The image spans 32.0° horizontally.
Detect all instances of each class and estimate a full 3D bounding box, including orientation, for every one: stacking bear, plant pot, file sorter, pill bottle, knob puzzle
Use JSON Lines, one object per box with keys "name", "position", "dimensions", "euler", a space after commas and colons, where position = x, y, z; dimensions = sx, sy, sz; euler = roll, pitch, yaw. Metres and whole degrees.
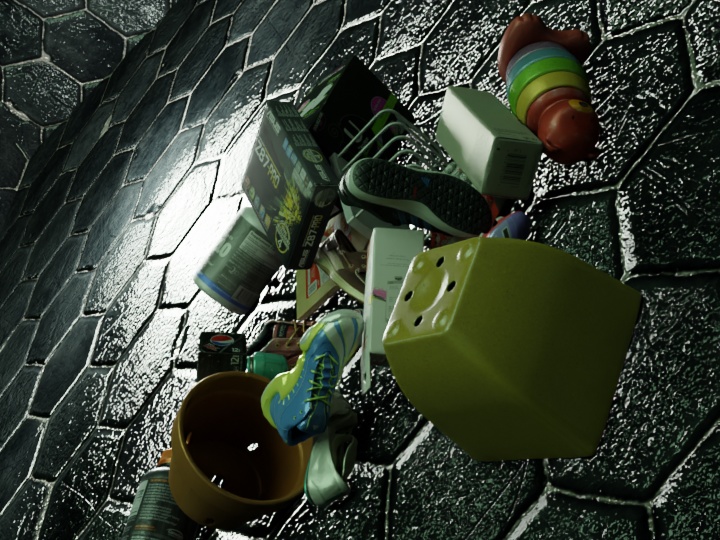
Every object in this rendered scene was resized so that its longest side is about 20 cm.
{"name": "stacking bear", "position": [0.248, -0.216, 1.597], "dimensions": [0.114, 0.121, 0.200], "euler": [-59, 29, 37]}
{"name": "plant pot", "position": [0.143, 0.068, 1.334], "dimensions": [0.194, 0.200, 0.196], "euler": [-15, 46, 53]}
{"name": "file sorter", "position": [0.058, -0.119, 1.768], "dimensions": [0.125, 0.139, 0.200], "euler": [-45, 28, 17]}
{"name": "pill bottle", "position": [-0.284, 0.361, 1.828], "dimensions": [0.106, 0.106, 0.200], "euler": [-28, 37, 43]}
{"name": "pill bottle", "position": [-0.182, -0.035, 2.107], "dimensions": [0.200, 0.114, 0.114], "euler": [-54, 26, 4]}
{"name": "knob puzzle", "position": [-0.024, -0.033, 1.929], "dimensions": [0.220, 0.030, 0.220], "euler": [-41, 29, 28]}
{"name": "plant pot", "position": [-0.171, 0.256, 1.686], "dimensions": [0.140, 0.200, 0.200], "euler": [125, 161, -44]}

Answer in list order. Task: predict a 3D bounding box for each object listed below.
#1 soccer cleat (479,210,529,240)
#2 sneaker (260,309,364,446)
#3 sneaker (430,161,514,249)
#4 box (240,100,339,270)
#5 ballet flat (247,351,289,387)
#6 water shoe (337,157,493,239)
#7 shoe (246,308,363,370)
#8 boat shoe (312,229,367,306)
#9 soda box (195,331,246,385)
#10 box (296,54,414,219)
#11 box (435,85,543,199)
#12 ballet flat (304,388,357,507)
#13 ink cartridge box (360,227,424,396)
{"name": "soccer cleat", "position": [0.158, 0.019, 1.540], "dimensions": [0.076, 0.067, 0.200], "euler": [33, 82, 33]}
{"name": "sneaker", "position": [-0.047, 0.145, 1.585], "dimensions": [0.200, 0.076, 0.105], "euler": [-53, 43, 29]}
{"name": "sneaker", "position": [0.108, -0.047, 1.617], "dimensions": [0.202, 0.108, 0.067], "euler": [-58, -17, -15]}
{"name": "box", "position": [-0.104, -0.124, 1.826], "dimensions": [0.200, 0.049, 0.161], "euler": [61, 139, 39]}
{"name": "ballet flat", "position": [-0.130, 0.180, 1.802], "dimensions": [0.200, 0.070, 0.067], "euler": [101, 170, -58]}
{"name": "water shoe", "position": [0.070, -0.087, 1.565], "dimensions": [0.079, 0.200, 0.072], "euler": [-33, 39, 65]}
{"name": "shoe", "position": [-0.080, 0.101, 1.798], "dimensions": [0.200, 0.091, 0.072], "euler": [-36, 32, 34]}
{"name": "boat shoe", "position": [0.000, 0.000, 1.782], "dimensions": [0.072, 0.072, 0.200], "euler": [-50, 37, 3]}
{"name": "soda box", "position": [-0.203, 0.189, 1.813], "dimensions": [0.063, 0.071, 0.200], "euler": [-99, 13, -64]}
{"name": "box", "position": [-0.031, -0.209, 1.977], "dimensions": [0.124, 0.149, 0.200], "euler": [-28, 26, 44]}
{"name": "box", "position": [0.162, -0.166, 1.611], "dimensions": [0.200, 0.068, 0.082], "euler": [-116, 35, -59]}
{"name": "ballet flat", "position": [-0.033, 0.215, 1.632], "dimensions": [0.069, 0.069, 0.200], "euler": [-37, 36, 34]}
{"name": "ink cartridge box", "position": [0.040, 0.056, 1.586], "dimensions": [0.116, 0.067, 0.200], "euler": [111, 163, -78]}
